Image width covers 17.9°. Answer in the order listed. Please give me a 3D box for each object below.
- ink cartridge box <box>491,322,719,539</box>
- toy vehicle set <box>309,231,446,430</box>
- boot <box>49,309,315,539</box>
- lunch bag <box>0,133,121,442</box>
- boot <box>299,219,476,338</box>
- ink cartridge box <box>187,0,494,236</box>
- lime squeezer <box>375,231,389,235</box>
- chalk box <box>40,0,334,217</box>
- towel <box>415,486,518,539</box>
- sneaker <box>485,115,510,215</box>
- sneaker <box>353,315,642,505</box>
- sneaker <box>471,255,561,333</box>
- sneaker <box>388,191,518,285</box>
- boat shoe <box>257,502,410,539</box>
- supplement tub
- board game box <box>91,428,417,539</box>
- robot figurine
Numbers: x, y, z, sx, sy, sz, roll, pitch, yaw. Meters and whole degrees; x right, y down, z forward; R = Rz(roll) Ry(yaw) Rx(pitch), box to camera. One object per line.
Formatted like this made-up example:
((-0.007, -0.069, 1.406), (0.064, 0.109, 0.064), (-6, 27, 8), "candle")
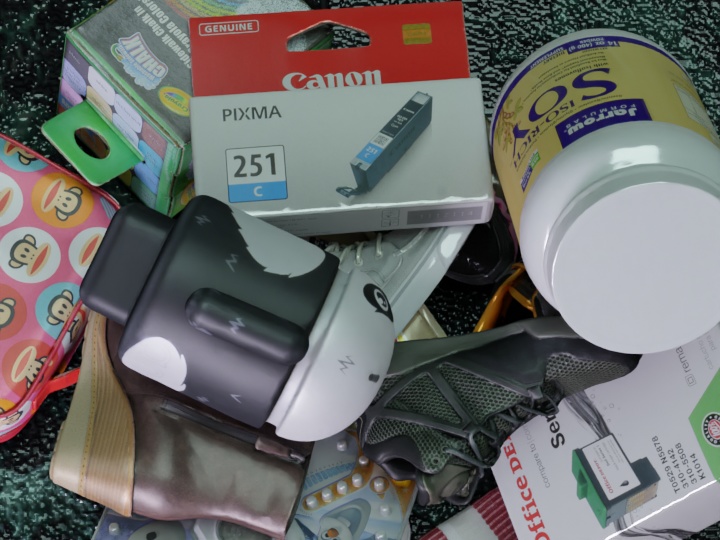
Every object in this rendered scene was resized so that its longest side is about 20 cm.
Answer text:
((0.187, 0.108, 1.538), (0.200, 0.084, 0.146), (-33, 63, 26), "ink cartridge box")
((-0.007, 0.058, 1.627), (0.124, 0.027, 0.200), (-32, 82, -15), "toy vehicle set")
((-0.107, 0.080, 1.531), (0.166, 0.072, 0.200), (11, 59, 1), "boot")
((-0.253, 0.015, 1.602), (0.176, 0.082, 0.200), (28, 66, 3), "lunch bag")
((0.000, 0.000, 1.575), (0.096, 0.074, 0.200), (37, 88, 0), "boot")
((-0.017, -0.112, 1.555), (0.200, 0.045, 0.176), (-4, 67, -3), "ink cartridge box")
((-0.053, -0.045, 1.676), (0.200, 0.038, 0.071), (3, 64, -8), "lime squeezer")
((-0.137, -0.130, 1.649), (0.200, 0.124, 0.124), (-39, 78, -23), "chalk box")
((0.095, 0.236, 1.586), (0.200, 0.023, 0.144), (-31, 72, -20), "towel")
((0.091, -0.060, 1.696), (0.076, 0.070, 0.200), (-40, 77, 6), "sneaker")
((0.090, 0.095, 1.487), (0.199, 0.076, 0.114), (-11, 62, 13), "sneaker")
((0.142, 0.005, 1.603), (0.078, 0.077, 0.200), (37, 104, 35), "sneaker")
((0.026, -0.060, 1.633), (0.200, 0.095, 0.079), (42, 109, 8), "sneaker")
((-0.061, 0.202, 1.545), (0.200, 0.066, 0.072), (-13, 79, -4), "boat shoe")
((0.165, -0.052, 1.458), (0.145, 0.145, 0.200), (0, 31, -7), "supplement tub")
((-0.076, 0.171, 1.511), (0.200, 0.026, 0.200), (11, 51, 13), "board game box")
((-0.075, 0.027, 1.457), (0.200, 0.125, 0.150), (26, 42, -2), "robot figurine")
